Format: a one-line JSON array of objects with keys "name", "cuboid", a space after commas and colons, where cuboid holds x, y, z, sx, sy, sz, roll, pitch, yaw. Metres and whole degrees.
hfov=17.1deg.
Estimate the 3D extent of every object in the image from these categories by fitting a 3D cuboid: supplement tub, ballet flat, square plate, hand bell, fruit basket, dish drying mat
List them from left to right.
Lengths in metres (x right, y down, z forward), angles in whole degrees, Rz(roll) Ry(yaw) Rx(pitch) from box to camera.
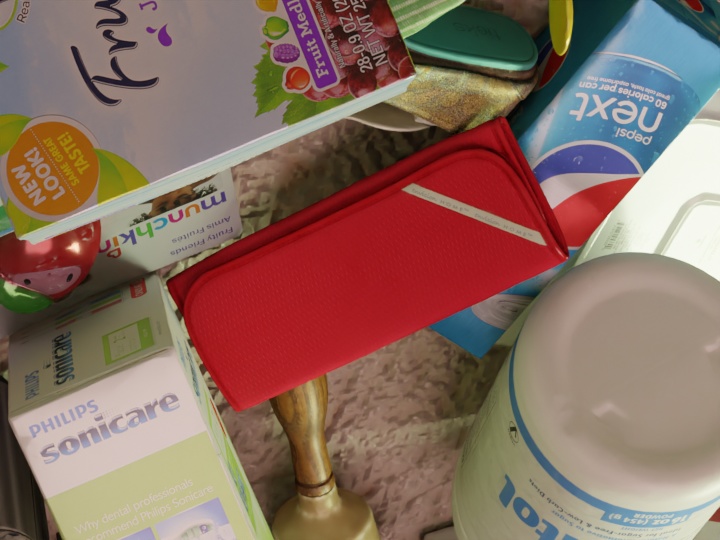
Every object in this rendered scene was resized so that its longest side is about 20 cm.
[{"name": "fruit basket", "cuboid": [-0.144, -0.032, 1.065, 0.184, 0.094, 0.201, -22, 143, -10]}, {"name": "hand bell", "cuboid": [-0.026, 0.104, 1.266, 0.103, 0.104, 0.201, -15, 122, -10]}, {"name": "ballet flat", "cuboid": [-0.009, -0.100, 1.082, 0.199, 0.071, 0.071, 13, 125, -34]}, {"name": "dish drying mat", "cuboid": [0.000, 0.000, 1.140, 0.199, 0.018, 0.077, -25, 98, 27]}, {"name": "supplement tub", "cuboid": [0.125, 0.088, 1.220, 0.131, 0.133, 0.200, -11, 156, -14]}, {"name": "square plate", "cuboid": [0.179, -0.020, 1.261, 0.197, 0.029, 0.201, 7, 127, -29]}]

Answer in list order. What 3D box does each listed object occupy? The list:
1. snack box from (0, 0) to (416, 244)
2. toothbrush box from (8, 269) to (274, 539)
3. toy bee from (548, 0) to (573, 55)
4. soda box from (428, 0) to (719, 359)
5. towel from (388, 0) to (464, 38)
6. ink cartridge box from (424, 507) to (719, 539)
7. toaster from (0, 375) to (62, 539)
[{"name": "snack box", "cuboid": [-0.092, -0.133, 0.930, 0.167, 0.201, 0.068, -21, 179, -2]}, {"name": "toothbrush box", "cuboid": [-0.092, 0.119, 1.135, 0.086, 0.146, 0.201, -24, 105, -2]}, {"name": "toy bee", "cuboid": [0.068, -0.155, 1.017, 0.199, 0.108, 0.132, -26, 99, -28]}, {"name": "soda box", "cuboid": [0.091, -0.057, 1.151, 0.064, 0.068, 0.200, 30, 115, -20]}, {"name": "towel", "cuboid": [0.031, -0.190, 0.956, 0.199, 0.153, 0.023, -32, 174, 21]}, {"name": "ink cartridge box", "cuboid": [0.149, 0.200, 1.368, 0.198, 0.145, 0.084, -14, 135, -10]}, {"name": "toaster", "cuboid": [-0.238, 0.139, 1.156, 0.198, 0.130, 0.114, -15, 134, -10]}]
